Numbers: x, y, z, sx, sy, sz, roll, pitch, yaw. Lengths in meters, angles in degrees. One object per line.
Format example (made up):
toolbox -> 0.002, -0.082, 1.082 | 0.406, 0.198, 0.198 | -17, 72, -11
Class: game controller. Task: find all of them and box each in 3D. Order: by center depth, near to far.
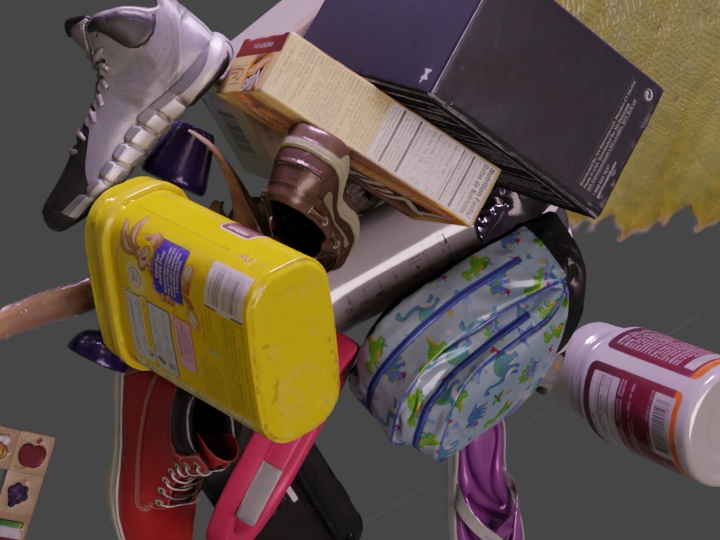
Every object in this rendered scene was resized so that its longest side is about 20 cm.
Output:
game controller -> -0.074, 0.190, 1.646 | 0.104, 0.042, 0.201 | -34, 119, -7

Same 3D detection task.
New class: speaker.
speaker -> 0.000, 0.000, 1.592 | 0.199, 0.081, 0.082 | -30, 117, -11

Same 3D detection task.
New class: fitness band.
fitness band -> -0.063, 0.139, 1.532 | 0.037, 0.144, 0.201 | 30, 98, 5

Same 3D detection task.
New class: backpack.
backpack -> 0.085, 0.063, 1.559 | 0.198, 0.155, 0.164 | -15, 151, -24

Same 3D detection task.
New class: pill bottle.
pill bottle -> 0.276, 0.118, 1.760 | 0.113, 0.199, 0.116 | -9, 108, -31

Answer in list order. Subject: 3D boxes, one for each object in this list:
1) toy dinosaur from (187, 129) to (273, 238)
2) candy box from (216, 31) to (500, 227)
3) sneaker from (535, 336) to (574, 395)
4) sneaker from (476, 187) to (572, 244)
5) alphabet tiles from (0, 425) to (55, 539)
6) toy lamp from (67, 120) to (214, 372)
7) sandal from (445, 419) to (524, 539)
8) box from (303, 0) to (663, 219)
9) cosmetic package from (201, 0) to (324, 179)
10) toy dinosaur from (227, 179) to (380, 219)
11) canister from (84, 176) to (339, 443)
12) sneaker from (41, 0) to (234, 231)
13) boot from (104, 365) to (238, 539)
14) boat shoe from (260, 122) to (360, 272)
toy dinosaur -> -0.086, -0.030, 1.490 | 0.058, 0.101, 0.202 | -19, 107, -9
candy box -> -0.003, -0.106, 1.456 | 0.199, 0.115, 0.056 | 31, 83, -21
sneaker -> 0.110, 0.084, 1.719 | 0.198, 0.074, 0.080 | 0, 107, -34
sneaker -> 0.098, -0.040, 1.686 | 0.199, 0.073, 0.113 | -28, 112, -33
alphabet tiles -> -0.347, 0.190, 1.473 | 0.199, 0.008, 0.169 | 17, 92, -35
toy lamp -> -0.171, -0.022, 1.512 | 0.058, 0.058, 0.202 | 26, 89, -36
sandal -> 0.120, 0.218, 1.771 | 0.082, 0.050, 0.205 | -25, 115, -27
box -> 0.091, -0.154, 1.478 | 0.198, 0.199, 0.124 | 31, 86, -36
cosmetic package -> -0.030, -0.174, 1.559 | 0.200, 0.073, 0.104 | -42, 121, -18
toy dinosaur -> -0.018, -0.066, 1.586 | 0.199, 0.102, 0.077 | -36, 81, -6
canister -> -0.109, 0.028, 1.406 | 0.086, 0.199, 0.150 | -26, 124, -33
sneaker -> -0.201, -0.134, 1.466 | 0.115, 0.075, 0.200 | 43, 89, -9
boot -> -0.143, 0.172, 1.524 | 0.072, 0.144, 0.202 | -12, 110, -33
boat shoe -> -0.047, -0.036, 1.456 | 0.203, 0.074, 0.075 | 80, 32, -65
